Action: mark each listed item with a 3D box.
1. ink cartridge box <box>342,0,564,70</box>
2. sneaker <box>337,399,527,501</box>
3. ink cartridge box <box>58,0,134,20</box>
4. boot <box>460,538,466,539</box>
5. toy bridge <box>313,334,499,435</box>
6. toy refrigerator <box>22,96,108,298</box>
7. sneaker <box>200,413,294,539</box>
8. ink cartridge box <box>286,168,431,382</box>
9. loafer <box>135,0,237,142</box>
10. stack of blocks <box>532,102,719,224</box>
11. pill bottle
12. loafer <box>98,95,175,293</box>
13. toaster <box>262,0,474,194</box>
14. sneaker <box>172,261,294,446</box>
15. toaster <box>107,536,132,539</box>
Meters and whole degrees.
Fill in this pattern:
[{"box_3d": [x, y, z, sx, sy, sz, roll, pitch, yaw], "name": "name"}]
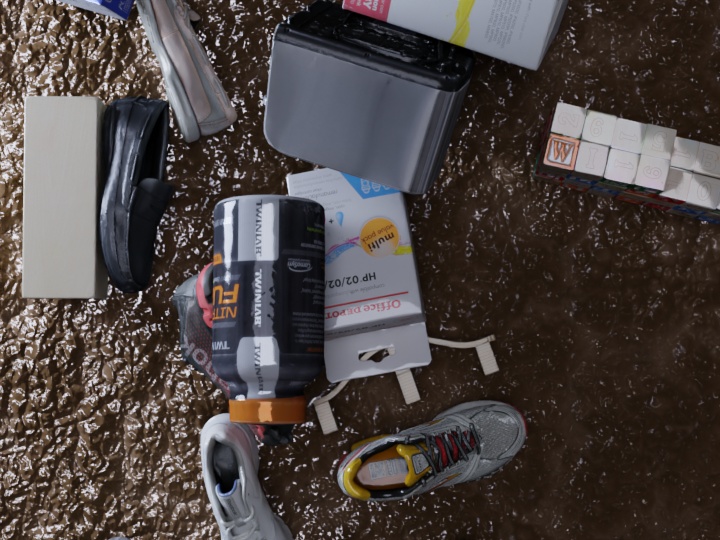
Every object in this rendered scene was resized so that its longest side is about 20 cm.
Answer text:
[{"box_3d": [0.100, -0.277, 0.975, 0.197, 0.146, 0.085, 20, 122, 9], "name": "ink cartridge box"}, {"box_3d": [0.072, 0.187, 1.003, 0.197, 0.082, 0.079, -21, 86, 3], "name": "sneaker"}, {"box_3d": [-0.303, -0.326, 1.037, 0.198, 0.044, 0.095, 21, 90, 28], "name": "ink cartridge box"}, {"box_3d": [0.053, 0.327, 1.004, 0.162, 0.073, 0.199, -37, 92, 4], "name": "boot"}, {"box_3d": [0.044, 0.102, 1.036, 0.197, 0.027, 0.068, -21, 85, 3], "name": "toy bridge"}, {"box_3d": [-0.302, -0.072, 1.053, 0.074, 0.070, 0.204, 0, 88, -2], "name": "toy refrigerator"}, {"box_3d": [-0.119, 0.245, 1.014, 0.073, 0.087, 0.203, -22, 87, 1], "name": "sneaker"}, {"box_3d": [0.000, 0.000, 1.010, 0.113, 0.068, 0.204, -11, 78, 5], "name": "ink cartridge box"}, {"box_3d": [-0.185, -0.236, 1.055, 0.062, 0.072, 0.203, -18, 91, -13], "name": "loafer"}, {"box_3d": [0.272, -0.101, 0.983, 0.197, 0.115, 0.060, 14, 89, 4], "name": "stack of blocks"}, {"box_3d": [-0.084, 0.039, 0.934, 0.104, 0.106, 0.204, -1, 84, 4], "name": "pill bottle"}, {"box_3d": [-0.226, -0.079, 1.044, 0.069, 0.068, 0.205, -2, 84, 15], "name": "loafer"}, {"box_3d": [0.018, -0.171, 0.964, 0.197, 0.181, 0.120, 17, 116, 4], "name": "toaster"}, {"box_3d": [-0.129, 0.088, 1.030, 0.097, 0.071, 0.203, -12, 109, 38], "name": "sneaker"}, {"box_3d": [-0.209, 0.354, 0.996, 0.198, 0.129, 0.115, 30, 91, 5], "name": "toaster"}]
